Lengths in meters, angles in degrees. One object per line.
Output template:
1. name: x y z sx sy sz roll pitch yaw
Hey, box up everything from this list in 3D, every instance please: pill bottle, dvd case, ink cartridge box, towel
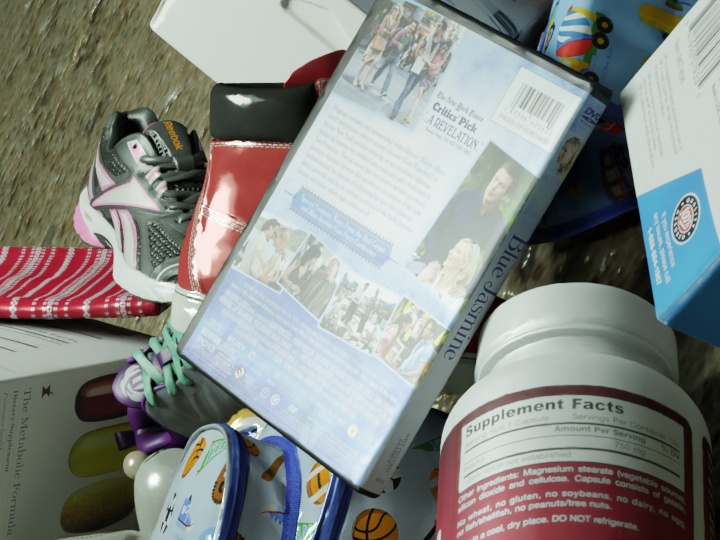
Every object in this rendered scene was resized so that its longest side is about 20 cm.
1. pill bottle: 0.086 0.108 1.041 0.113 0.113 0.200 -46 29 42
2. dvd case: 0.010 -0.018 1.140 0.143 0.018 0.200 33 95 44
3. ink cartridge box: 0.004 -0.135 1.330 0.084 0.146 0.200 -54 -6 29
4. ink cartridge box: 0.195 -0.077 1.010 0.200 0.084 0.145 -52 26 35
5. towel: -0.199 0.005 1.556 0.145 0.200 0.023 -49 -43 -73

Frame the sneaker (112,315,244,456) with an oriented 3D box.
1. sneaker: -0.082 0.046 1.357 0.200 0.087 0.074 102 150 -57

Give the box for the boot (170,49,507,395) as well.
1. boot: 0.017 -0.024 1.214 0.072 0.200 0.144 -20 -58 -77

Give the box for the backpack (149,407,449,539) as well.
1. backpack: -0.023 0.142 1.213 0.191 0.154 0.200 -66 20 -8

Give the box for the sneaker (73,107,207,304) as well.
1. sneaker: -0.113 -0.040 1.507 0.200 0.080 0.086 31 119 52

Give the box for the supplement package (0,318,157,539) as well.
1. supplement package: -0.199 0.093 1.473 0.109 0.200 0.114 14 103 30

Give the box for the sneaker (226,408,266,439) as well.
1. sneaker: -0.055 0.167 1.362 0.088 0.075 0.200 42 129 34

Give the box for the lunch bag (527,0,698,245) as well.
1. lunch bag: 0.120 -0.100 1.240 0.200 0.094 0.151 131 158 -68

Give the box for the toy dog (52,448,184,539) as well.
1. toy dog: -0.138 0.173 1.444 0.096 0.132 0.200 33 102 26
